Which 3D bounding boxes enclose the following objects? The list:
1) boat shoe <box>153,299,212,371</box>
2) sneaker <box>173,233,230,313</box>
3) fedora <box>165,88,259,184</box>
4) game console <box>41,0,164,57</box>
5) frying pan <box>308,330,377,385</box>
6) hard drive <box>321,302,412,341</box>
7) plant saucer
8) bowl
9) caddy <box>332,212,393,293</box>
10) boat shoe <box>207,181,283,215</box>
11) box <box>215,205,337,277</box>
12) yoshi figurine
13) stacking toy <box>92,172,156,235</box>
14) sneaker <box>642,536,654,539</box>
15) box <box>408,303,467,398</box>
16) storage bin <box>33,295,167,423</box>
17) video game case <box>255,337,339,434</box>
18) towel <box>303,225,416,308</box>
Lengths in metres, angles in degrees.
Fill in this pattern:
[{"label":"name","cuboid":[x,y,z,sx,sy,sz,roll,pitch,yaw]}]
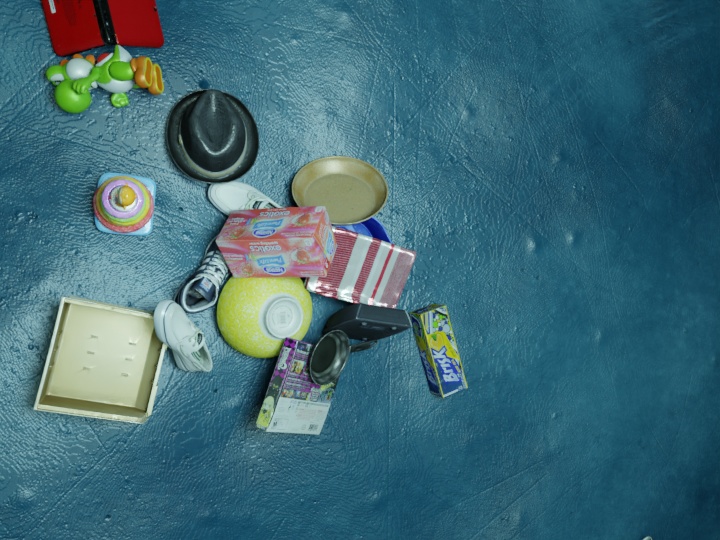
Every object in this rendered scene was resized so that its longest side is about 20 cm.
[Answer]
[{"label":"boat shoe","cuboid":[-0.323,0.124,1.177,0.067,0.200,0.074,9,56,12]},{"label":"sneaker","cuboid":[-0.287,0.003,1.222,0.070,0.108,0.200,38,78,-17]},{"label":"fedora","cuboid":[-0.281,-0.272,1.207,0.200,0.092,0.201,4,77,-16]},{"label":"game console","cuboid":[-0.494,-0.511,1.185,0.172,0.119,0.201,-11,95,11]},{"label":"frying pan","cuboid":[-0.041,0.153,1.271,0.190,0.031,0.115,-39,132,-37]},{"label":"hard drive","cuboid":[0.009,0.109,1.292,0.135,0.200,0.042,10,72,-21]},{"label":"plant saucer","cuboid":[-0.042,-0.159,1.304,0.200,0.035,0.201,2,52,-3]},{"label":"bowl","cuboid":[-0.173,0.087,1.247,0.200,0.108,0.201,-5,99,-31]},{"label":"caddy","cuboid":[0.003,-0.026,1.331,0.141,0.105,0.200,-33,102,-16]},{"label":"boat shoe","cuboid":[-0.207,-0.129,1.264,0.200,0.067,0.074,22,83,-19]},{"label":"box","cuboid":[-0.157,-0.052,1.195,0.095,0.199,0.103,-73,155,-43]},{"label":"yoshi figurine","cuboid":[-0.471,-0.333,1.144,0.199,0.112,0.113,-2,134,4]},{"label":"stacking toy","cuboid":[-0.422,-0.124,1.120,0.109,0.200,0.116,5,90,-21]},{"label":"sneaker","cuboid":[0.702,0.767,1.634,0.200,0.073,0.071,-25,90,-28]},{"label":"box","cuboid":[0.176,0.182,1.423,0.070,0.064,0.201,-18,97,-20]},{"label":"storage bin","cuboid":[-0.469,0.165,1.164,0.198,0.094,0.201,14,86,-20]},{"label":"video game case","cuboid":[-0.115,0.239,1.268,0.200,0.036,0.182,28,79,-59]},{"label":"towel","cuboid":[0.000,0.000,1.273,0.200,0.023,0.144,17,104,-14]}]
